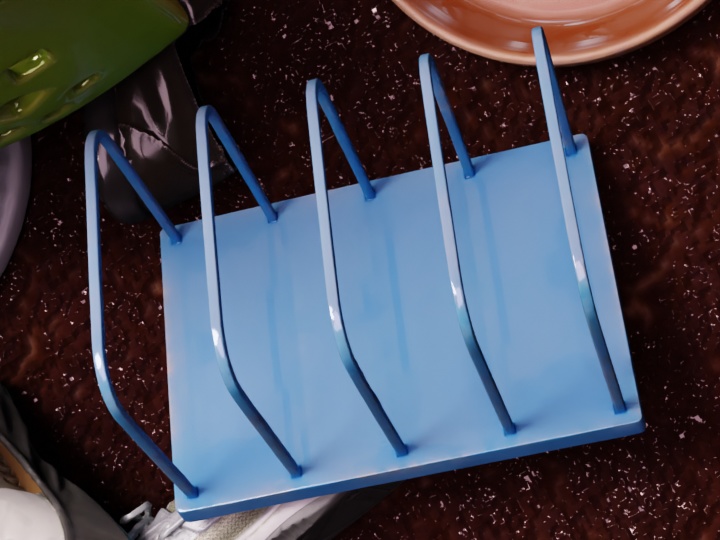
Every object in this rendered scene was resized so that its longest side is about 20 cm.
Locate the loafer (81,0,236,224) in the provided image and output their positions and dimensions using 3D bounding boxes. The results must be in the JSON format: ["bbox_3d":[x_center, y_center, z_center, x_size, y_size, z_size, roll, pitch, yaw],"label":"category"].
[{"bbox_3d":[-0.094,-0.125,0.815,0.071,0.073,0.201,-8,93,5],"label":"loafer"}]

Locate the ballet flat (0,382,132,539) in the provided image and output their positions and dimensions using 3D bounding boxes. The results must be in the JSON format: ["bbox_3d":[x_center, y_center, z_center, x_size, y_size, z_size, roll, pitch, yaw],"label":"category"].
[{"bbox_3d":[-0.161,0.109,0.786,0.200,0.068,0.068,39,108,43],"label":"ballet flat"}]

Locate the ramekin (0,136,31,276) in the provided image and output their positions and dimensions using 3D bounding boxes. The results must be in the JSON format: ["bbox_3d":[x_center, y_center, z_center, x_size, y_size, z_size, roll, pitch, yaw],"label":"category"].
[{"bbox_3d":[-0.264,-0.054,0.842,0.201,0.094,0.204,0,90,15],"label":"ramekin"}]

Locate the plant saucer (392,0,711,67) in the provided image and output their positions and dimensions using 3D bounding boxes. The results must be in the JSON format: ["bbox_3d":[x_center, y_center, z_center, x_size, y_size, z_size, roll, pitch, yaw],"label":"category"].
[{"bbox_3d":[0.086,-0.189,0.780,0.199,0.032,0.202,0,90,16],"label":"plant saucer"}]

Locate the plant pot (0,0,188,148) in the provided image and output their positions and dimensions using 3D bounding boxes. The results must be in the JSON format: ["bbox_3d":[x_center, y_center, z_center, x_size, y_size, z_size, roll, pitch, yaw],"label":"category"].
[{"bbox_3d":[-0.212,-0.126,0.689,0.181,0.199,0.200,-40,82,6],"label":"plant pot"}]

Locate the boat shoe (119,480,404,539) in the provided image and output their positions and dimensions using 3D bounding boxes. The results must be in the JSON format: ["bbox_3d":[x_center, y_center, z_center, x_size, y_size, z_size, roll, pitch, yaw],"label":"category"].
[{"bbox_3d":[-0.052,0.104,0.800,0.202,0.074,0.065,-40,69,9],"label":"boat shoe"}]

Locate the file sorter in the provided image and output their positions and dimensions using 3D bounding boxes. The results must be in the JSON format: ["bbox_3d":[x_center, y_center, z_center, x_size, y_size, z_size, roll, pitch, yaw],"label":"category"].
[{"bbox_3d":[0.000,0.000,0.724,0.199,0.123,0.140,-12,61,9],"label":"file sorter"}]
